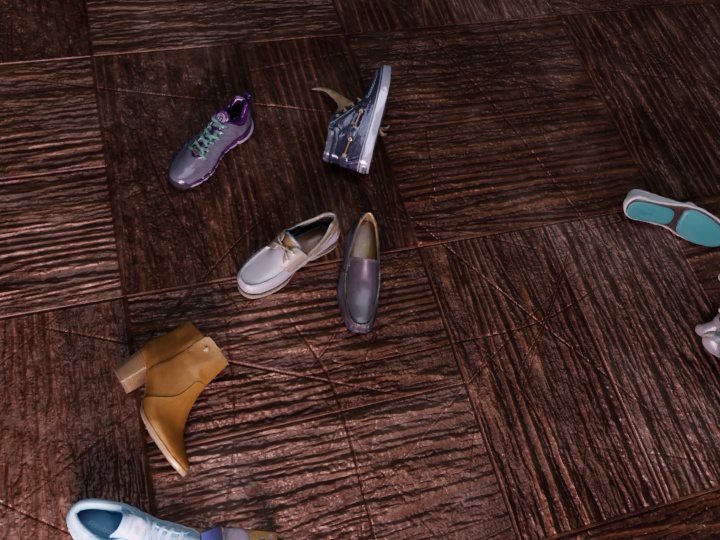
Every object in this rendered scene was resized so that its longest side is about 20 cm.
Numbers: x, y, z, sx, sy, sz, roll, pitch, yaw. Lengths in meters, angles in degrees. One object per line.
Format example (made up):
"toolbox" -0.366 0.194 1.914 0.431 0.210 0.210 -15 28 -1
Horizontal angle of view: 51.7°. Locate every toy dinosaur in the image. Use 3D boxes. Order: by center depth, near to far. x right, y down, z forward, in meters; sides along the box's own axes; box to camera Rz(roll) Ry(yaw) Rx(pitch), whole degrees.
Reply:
"toy dinosaur" -0.009 -0.294 1.370 0.100 0.058 0.202 -23 67 -20

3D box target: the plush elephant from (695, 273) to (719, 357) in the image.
"plush elephant" 0.631 0.091 1.227 0.199 0.155 0.165 -38 114 7

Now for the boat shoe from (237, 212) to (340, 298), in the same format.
"boat shoe" -0.117 -0.033 1.197 0.199 0.069 0.075 -37 72 -26

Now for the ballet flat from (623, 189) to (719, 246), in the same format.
"ballet flat" 0.582 -0.107 1.374 0.196 0.070 0.070 18 59 1

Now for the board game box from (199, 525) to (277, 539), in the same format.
"board game box" -0.132 0.422 0.904 0.034 0.135 0.203 -22 62 16

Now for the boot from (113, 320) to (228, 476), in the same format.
"boot" -0.247 0.172 1.056 0.143 0.071 0.202 -30 65 -20

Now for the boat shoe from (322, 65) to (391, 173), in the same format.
"boat shoe" -0.005 -0.276 1.308 0.089 0.071 0.204 14 78 1

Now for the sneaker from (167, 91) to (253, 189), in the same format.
"sneaker" -0.259 -0.229 1.270 0.074 0.088 0.201 32 60 9

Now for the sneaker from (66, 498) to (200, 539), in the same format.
"sneaker" -0.284 0.344 0.948 0.196 0.082 0.075 14 60 -2

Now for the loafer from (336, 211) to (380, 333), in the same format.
"loafer" 0.000 0.000 1.198 0.071 0.073 0.203 3 61 -9
